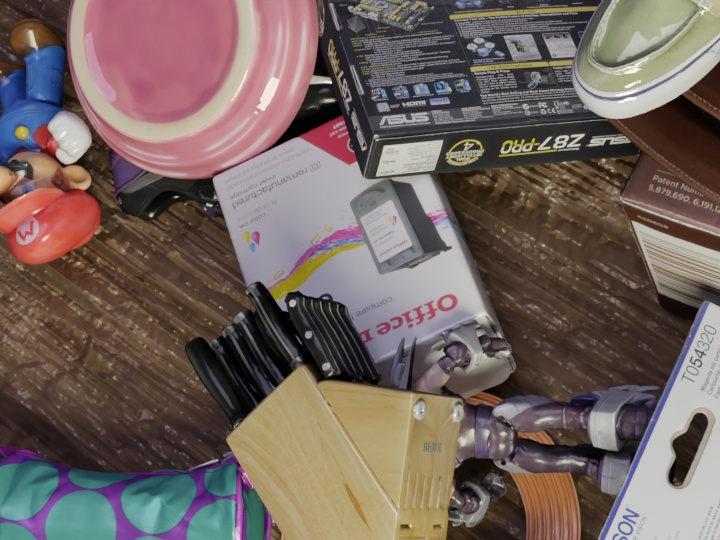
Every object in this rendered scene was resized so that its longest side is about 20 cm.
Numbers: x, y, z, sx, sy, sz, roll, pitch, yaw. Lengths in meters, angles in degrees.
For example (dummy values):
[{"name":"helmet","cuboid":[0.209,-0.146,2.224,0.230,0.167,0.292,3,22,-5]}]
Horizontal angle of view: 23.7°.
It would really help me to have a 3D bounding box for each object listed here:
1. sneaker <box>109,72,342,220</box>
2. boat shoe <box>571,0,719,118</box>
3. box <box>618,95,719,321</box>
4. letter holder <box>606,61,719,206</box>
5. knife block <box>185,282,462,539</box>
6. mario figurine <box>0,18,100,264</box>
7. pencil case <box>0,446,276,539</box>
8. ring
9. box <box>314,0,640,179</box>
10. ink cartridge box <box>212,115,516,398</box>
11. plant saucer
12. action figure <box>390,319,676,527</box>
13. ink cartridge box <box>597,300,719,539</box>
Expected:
[{"name":"sneaker","cuboid":[-0.086,-0.083,1.247,0.199,0.076,0.088,-11,76,19]},{"name":"boat shoe","cuboid":[0.179,-0.166,0.885,0.200,0.062,0.072,-47,59,0]},{"name":"box","cuboid":[0.282,-0.066,1.047,0.164,0.166,0.200,21,75,27]},{"name":"letter holder","cuboid":[0.229,-0.109,0.933,0.200,0.101,0.142,37,84,31]},{"name":"knife block","cuboid":[-0.034,0.111,1.013,0.175,0.064,0.201,5,85,32]},{"name":"mario figurine","cuboid":[-0.254,-0.095,1.272,0.106,0.124,0.201,-7,55,-13]},{"name":"pencil case","cuboid":[-0.156,0.164,1.136,0.199,0.085,0.093,-1,82,18]},{"name":"ring","cuboid":[0.044,0.170,1.104,0.200,0.019,0.201,-7,65,16]},{"name":"box","cuboid":[0.079,-0.143,1.164,0.199,0.049,0.162,-7,56,-16]},{"name":"ink cartridge box","cuboid":[0.000,0.000,1.150,0.147,0.086,0.200,-25,53,5]},{"name":"plant saucer","cuboid":[-0.127,-0.164,1.191,0.200,0.051,0.201,1,93,25]},{"name":"action figure","cuboid":[0.091,0.100,1.048,0.199,0.131,0.069,4,26,15]},{"name":"ink cartridge box","cuboid":[0.248,0.141,0.975,0.199,0.043,0.197,26,60,8]}]
